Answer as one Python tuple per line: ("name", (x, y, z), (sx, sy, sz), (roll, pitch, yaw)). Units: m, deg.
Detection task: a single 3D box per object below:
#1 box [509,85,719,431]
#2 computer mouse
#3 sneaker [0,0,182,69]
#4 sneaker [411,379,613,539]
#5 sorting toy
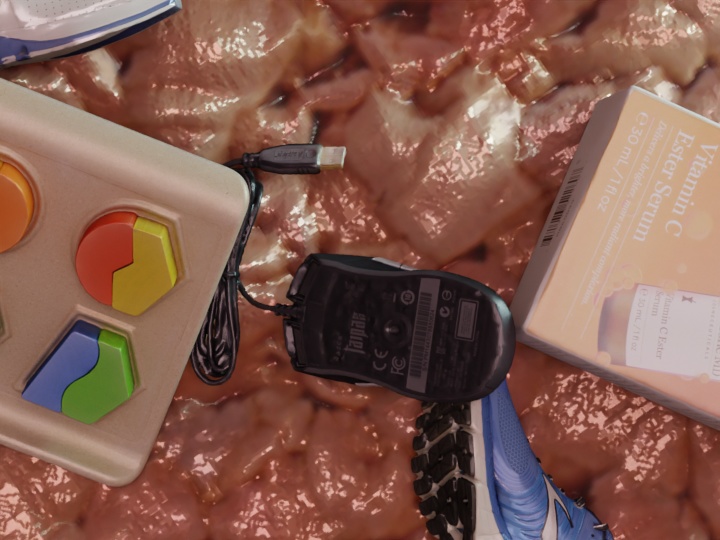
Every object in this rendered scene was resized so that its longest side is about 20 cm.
("box", (0.203, 0.006, 1.600), (0.199, 0.106, 0.153), (23, 87, -4))
("computer mouse", (0.000, 0.000, 1.596), (0.199, 0.046, 0.141), (3, 91, 22))
("sneaker", (-0.205, -0.170, 1.583), (0.199, 0.081, 0.116), (-15, 92, -3))
("sneaker", (0.090, 0.142, 1.612), (0.089, 0.079, 0.201), (-9, 83, -28))
("sorting toy", (-0.179, 0.008, 1.572), (0.185, 0.036, 0.201), (21, 110, -4))
